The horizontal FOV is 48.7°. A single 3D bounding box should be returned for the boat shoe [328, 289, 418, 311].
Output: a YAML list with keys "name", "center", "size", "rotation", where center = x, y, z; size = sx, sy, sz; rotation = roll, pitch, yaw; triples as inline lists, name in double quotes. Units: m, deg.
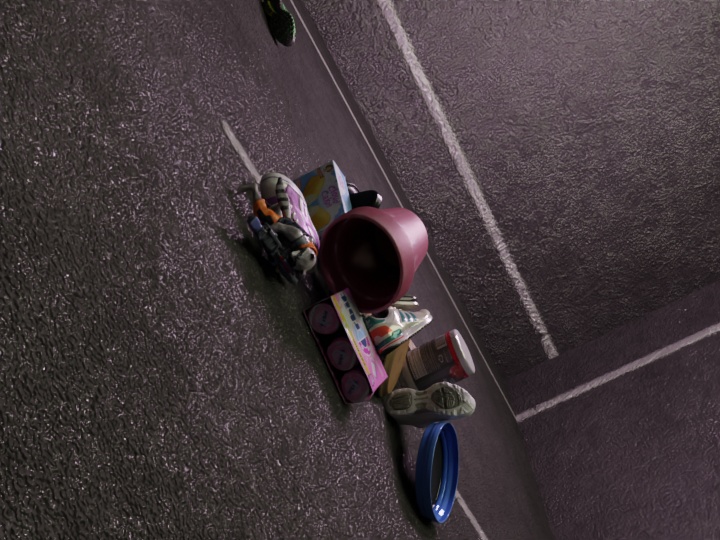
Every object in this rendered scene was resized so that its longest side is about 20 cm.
- name: "boat shoe"
  center: [0.030, 0.048, 1.666]
  size: [0.072, 0.194, 0.070]
  rotation: [128, -33, -68]

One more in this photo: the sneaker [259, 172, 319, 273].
- name: "sneaker"
  center: [-0.131, -0.086, 1.526]
  size: [0.202, 0.071, 0.115]
  rotation: [58, 16, -31]

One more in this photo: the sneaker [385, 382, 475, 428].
- name: "sneaker"
  center: [0.158, 0.301, 1.734]
  size: [0.100, 0.195, 0.079]
  rotation: [63, 30, -49]

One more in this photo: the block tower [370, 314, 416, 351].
- name: "block tower"
  center: [0.088, 0.171, 1.930]
  size: [0.202, 0.053, 0.058]
  rotation: [57, 14, -35]

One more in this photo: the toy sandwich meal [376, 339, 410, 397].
- name: "toy sandwich meal"
  center: [0.057, 0.175, 1.740]
  size: [0.205, 0.069, 0.210]
  rotation: [17, 89, -77]

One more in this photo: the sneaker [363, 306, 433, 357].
- name: "sneaker"
  center: [0.076, 0.098, 1.618]
  size: [0.094, 0.070, 0.199]
  rotation: [55, 36, 5]

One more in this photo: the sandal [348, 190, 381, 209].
- name: "sandal"
  center: [-0.024, -0.138, 1.796]
  size: [0.048, 0.198, 0.077]
  rotation: [38, 68, -39]

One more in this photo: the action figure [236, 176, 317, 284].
- name: "action figure"
  center: [-0.138, -0.078, 1.378]
  size: [0.195, 0.104, 0.201]
  rotation: [53, -5, 27]

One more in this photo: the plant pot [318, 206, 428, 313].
- name: "plant pot"
  center: [0.042, -0.039, 1.589]
  size: [0.178, 0.198, 0.204]
  rotation: [-31, 95, -52]

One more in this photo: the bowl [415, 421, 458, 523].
- name: "bowl"
  center: [0.161, 0.420, 1.668]
  size: [0.200, 0.038, 0.207]
  rotation: [0, 90, -66]

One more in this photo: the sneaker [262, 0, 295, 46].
- name: "sneaker"
  center: [-0.233, -0.753, 2.417]
  size: [0.085, 0.077, 0.204]
  rotation: [47, 21, -56]

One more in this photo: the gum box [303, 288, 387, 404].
- name: "gum box"
  center: [-0.024, 0.146, 1.506]
  size: [0.204, 0.065, 0.113]
  rotation: [65, 17, 1]

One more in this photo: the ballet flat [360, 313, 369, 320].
- name: "ballet flat"
  center: [-0.015, 0.115, 1.678]
  size: [0.063, 0.076, 0.200]
  rotation: [34, -3, 18]

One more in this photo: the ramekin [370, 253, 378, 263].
- name: "ramekin"
  center: [0.000, 0.000, 1.784]
  size: [0.202, 0.097, 0.201]
  rotation: [54, 4, -6]

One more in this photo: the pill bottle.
- name: "pill bottle"
  center: [0.158, 0.228, 1.845]
  size: [0.112, 0.197, 0.111]
  rotation: [58, 14, -23]

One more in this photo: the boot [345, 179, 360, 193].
- name: "boot"
  center: [-0.005, -0.126, 2.147]
  size: [0.201, 0.075, 0.170]
  rotation: [61, 7, -49]

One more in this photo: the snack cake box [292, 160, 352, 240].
- name: "snack cake box"
  center: [-0.080, -0.136, 1.742]
  size: [0.067, 0.113, 0.203]
  rotation: [52, 17, -43]
